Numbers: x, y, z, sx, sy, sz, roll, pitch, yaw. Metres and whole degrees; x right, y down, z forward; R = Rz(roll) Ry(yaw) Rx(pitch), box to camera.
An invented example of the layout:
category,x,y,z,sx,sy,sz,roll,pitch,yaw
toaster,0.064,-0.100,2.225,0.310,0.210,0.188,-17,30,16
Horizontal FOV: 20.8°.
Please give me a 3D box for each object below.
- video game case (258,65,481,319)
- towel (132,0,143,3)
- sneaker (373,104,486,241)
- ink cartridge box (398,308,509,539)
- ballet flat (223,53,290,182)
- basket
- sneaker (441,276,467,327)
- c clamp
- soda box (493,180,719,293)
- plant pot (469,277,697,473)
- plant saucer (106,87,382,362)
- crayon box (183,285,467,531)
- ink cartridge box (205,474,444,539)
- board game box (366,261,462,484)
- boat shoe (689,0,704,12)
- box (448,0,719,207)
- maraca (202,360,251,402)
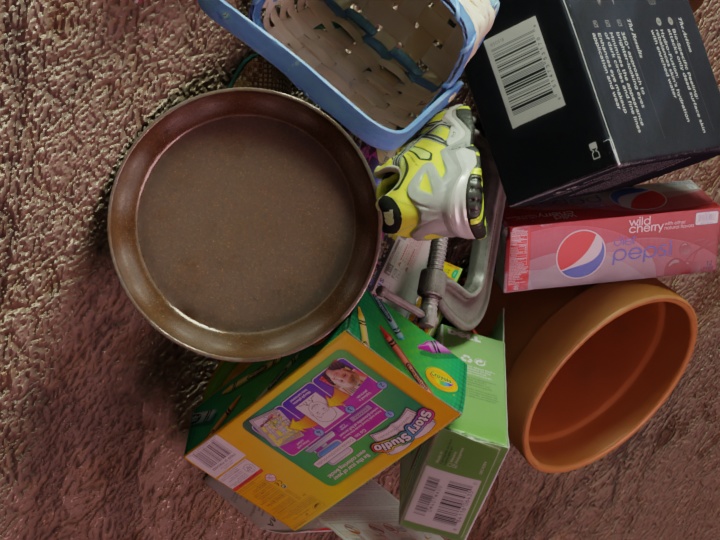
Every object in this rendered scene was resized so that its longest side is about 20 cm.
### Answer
category,x,y,z,sx,sy,sz,roll,pitch,yaw
video game case,0.007,-0.040,1.552,0.181,0.036,0.200,33,80,-55
towel,-0.079,-0.276,1.353,0.200,0.023,0.144,-28,142,-33
sneaker,0.047,-0.074,1.424,0.200,0.076,0.075,-92,176,-75
ink cartridge box,0.075,0.115,1.598,0.200,0.059,0.104,-85,-166,-58
ballet flat,-0.083,-0.066,1.497,0.071,0.065,0.200,-9,125,-42
basket,0.000,-0.168,1.395,0.139,0.176,0.200,-54,168,30
sneaker,0.123,0.013,1.829,0.112,0.078,0.200,11,110,-57
c clamp,0.078,-0.038,1.558,0.171,0.027,0.200,43,54,-53
soda box,0.206,-0.031,1.692,0.200,0.070,0.063,-5,116,-15
plant pot,0.183,0.062,1.765,0.200,0.140,0.200,-27,143,-23
plant saucer,-0.085,-0.033,1.442,0.200,0.200,0.034,-55,-178,0
crayon box,-0.028,0.109,1.515,0.119,0.058,0.200,37,125,-22
ink cartridge box,-0.016,0.223,1.725,0.160,0.200,0.047,9,114,-55
board game box,0.035,0.089,1.640,0.200,0.030,0.096,106,10,-46
boat shoe,0.249,-0.294,1.739,0.073,0.063,0.200,-28,144,6
box,0.189,-0.167,1.613,0.117,0.197,0.200,-22,173,40
maraca,-0.059,0.093,1.632,0.137,0.107,0.200,17,106,-39
